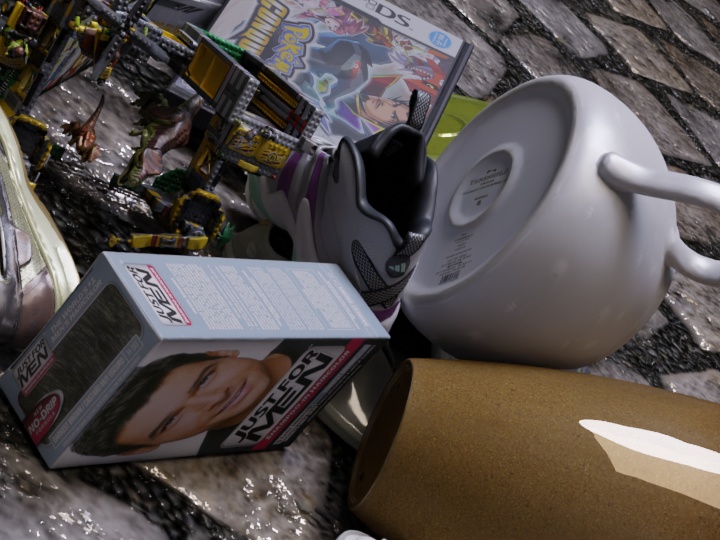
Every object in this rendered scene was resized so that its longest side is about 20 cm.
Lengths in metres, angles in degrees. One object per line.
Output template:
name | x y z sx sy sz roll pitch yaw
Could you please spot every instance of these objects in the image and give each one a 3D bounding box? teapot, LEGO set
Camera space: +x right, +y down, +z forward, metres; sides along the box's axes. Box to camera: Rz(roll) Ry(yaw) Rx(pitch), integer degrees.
teapot | 0.126 -0.012 1.083 0.146 0.198 0.200 36 14 -23
LEGO set | -0.119 -0.080 1.038 0.199 0.154 0.116 32 7 -39

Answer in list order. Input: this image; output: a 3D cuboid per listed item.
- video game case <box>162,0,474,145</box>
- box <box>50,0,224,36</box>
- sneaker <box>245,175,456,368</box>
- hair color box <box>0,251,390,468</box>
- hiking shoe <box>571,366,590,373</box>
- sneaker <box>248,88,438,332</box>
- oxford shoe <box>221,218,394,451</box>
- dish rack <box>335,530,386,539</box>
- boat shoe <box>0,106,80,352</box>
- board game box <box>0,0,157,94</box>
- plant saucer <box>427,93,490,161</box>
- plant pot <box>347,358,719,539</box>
video game case | -0.026 -0.142 1.294 0.180 0.026 0.201 27 46 -1
box | -0.179 -0.242 1.352 0.199 0.048 0.159 7 41 -54
sneaker | 0.000 0.000 1.186 0.200 0.078 0.099 40 27 -3
hair color box | -0.083 0.047 0.943 0.199 0.099 0.061 3 45 -55
hiking shoe | 0.097 0.046 1.277 0.100 0.076 0.200 23 20 -20
sneaker | 0.000 -0.063 1.074 0.077 0.140 0.201 7 42 -32
oxford shoe | -0.016 0.041 1.113 0.075 0.058 0.201 5 45 -57
dish rack | 0.024 0.216 0.892 0.171 0.044 0.200 41 22 0
boat shoe | -0.214 -0.044 0.927 0.200 0.073 0.065 52 20 22
board game box | -0.171 -0.168 1.166 0.023 0.105 0.200 39 24 -1
plant saucer | 0.054 -0.101 1.368 0.198 0.031 0.200 5 24 -2
plant pot | 0.101 0.129 1.020 0.199 0.187 0.187 24 26 -9
